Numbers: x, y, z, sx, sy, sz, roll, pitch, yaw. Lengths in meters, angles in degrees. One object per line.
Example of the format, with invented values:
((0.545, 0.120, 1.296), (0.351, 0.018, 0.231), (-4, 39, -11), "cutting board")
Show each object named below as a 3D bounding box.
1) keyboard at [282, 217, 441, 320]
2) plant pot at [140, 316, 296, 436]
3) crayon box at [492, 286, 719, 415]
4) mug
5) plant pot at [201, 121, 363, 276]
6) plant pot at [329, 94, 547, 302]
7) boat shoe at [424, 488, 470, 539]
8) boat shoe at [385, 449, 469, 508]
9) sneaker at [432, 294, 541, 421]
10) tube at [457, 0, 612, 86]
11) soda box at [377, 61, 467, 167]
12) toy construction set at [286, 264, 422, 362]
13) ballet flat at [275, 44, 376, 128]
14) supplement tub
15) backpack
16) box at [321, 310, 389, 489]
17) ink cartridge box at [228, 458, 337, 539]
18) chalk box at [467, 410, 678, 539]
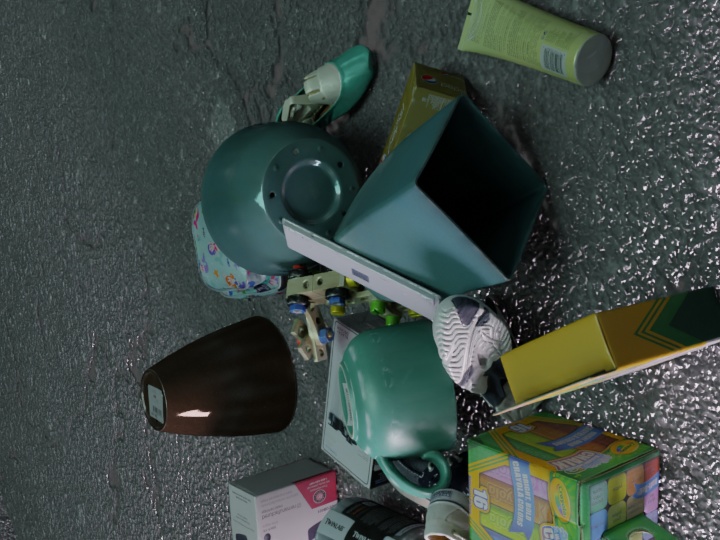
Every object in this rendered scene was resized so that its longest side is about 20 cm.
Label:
((0.000, 0.000, 1.031), (0.198, 0.011, 0.056), (27, 160, 19), "keyboard")
((-0.231, 0.181, 1.483), (0.186, 0.198, 0.190), (16, 111, 50), "plant pot")
((0.216, 0.070, 0.848), (0.125, 0.198, 0.052), (-33, 71, 51), "crayon box")
((0.040, 0.151, 1.098), (0.186, 0.112, 0.154), (-110, 15, -51), "mug")
((-0.086, -0.093, 1.194), (0.161, 0.198, 0.204), (-178, 80, -69), "plant pot")
((0.066, -0.054, 1.020), (0.141, 0.142, 0.199), (42, 141, -18), "plant pot")
((0.136, 0.329, 1.047), (0.070, 0.070, 0.201), (-22, 116, 37), "boat shoe")
((0.112, 0.243, 1.148), (0.199, 0.074, 0.094), (27, 113, 39), "boat shoe")
((0.116, 0.067, 1.028), (0.080, 0.199, 0.130), (-45, 41, 8), "sneaker")
((0.170, -0.241, 0.978), (0.200, 0.058, 0.052), (37, 168, 48), "tube")
((0.061, -0.132, 1.111), (0.068, 0.063, 0.202), (-89, 17, -55), "soda box")
((-0.016, 0.038, 1.169), (0.198, 0.130, 0.093), (-27, 59, 29), "toy construction set")
((-0.055, -0.226, 1.262), (0.200, 0.070, 0.068), (-36, 68, 50), "ballet flat")
((0.039, 0.373, 1.222), (0.199, 0.121, 0.125), (6, 103, 53), "supplement tub")
((-0.159, -0.046, 1.390), (0.199, 0.149, 0.181), (-9, 92, 58), "backpack")
((0.010, 0.170, 1.270), (0.116, 0.059, 0.203), (28, 119, 47), "box")
((-0.108, 0.399, 1.410), (0.084, 0.143, 0.204), (7, 104, 52), "ink cartridge box")
((0.216, 0.234, 0.951), (0.199, 0.123, 0.126), (10, 106, 51), "chalk box")
